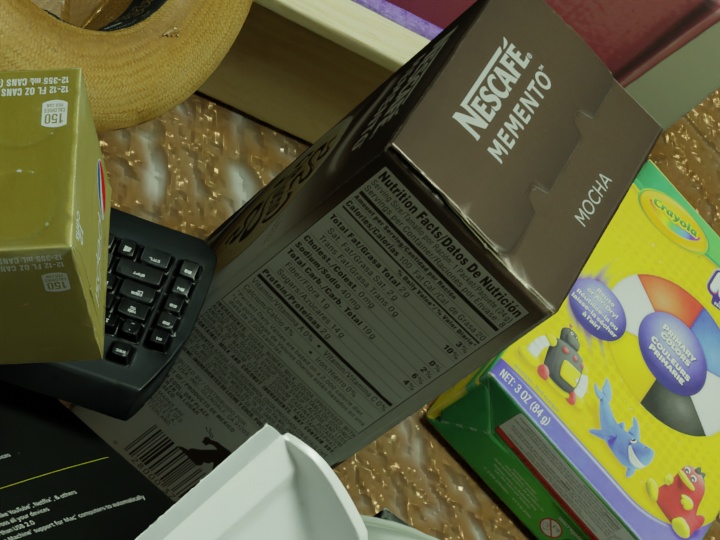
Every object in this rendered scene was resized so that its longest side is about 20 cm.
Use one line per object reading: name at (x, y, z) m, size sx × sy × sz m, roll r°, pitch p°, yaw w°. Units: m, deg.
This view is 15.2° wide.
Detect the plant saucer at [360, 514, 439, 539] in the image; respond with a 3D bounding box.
plant saucer at (0.021, 0.165, 0.903) m, size 0.199 × 0.050 × 0.201 m, roll 20°, pitch 50°, yaw -26°

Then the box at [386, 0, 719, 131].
box at (0.075, -0.160, 1.182) m, size 0.199 × 0.109 × 0.129 m, roll 22°, pitch 50°, yaw -28°

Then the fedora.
fedora at (-0.120, -0.141, 0.929) m, size 0.200 × 0.081 × 0.202 m, roll 15°, pitch 69°, yaw -46°

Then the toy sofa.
toy sofa at (-0.028, -0.101, 1.073) m, size 0.199 × 0.083 × 0.098 m, roll 24°, pitch 51°, yaw -27°

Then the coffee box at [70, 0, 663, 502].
coffee box at (0.000, 0.000, 0.943) m, size 0.080 × 0.200 × 0.113 m, roll 44°, pitch 43°, yaw -8°

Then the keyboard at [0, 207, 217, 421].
keyboard at (-0.151, -0.008, 0.874) m, size 0.199 × 0.040 × 0.105 m, roll 17°, pitch 54°, yaw 2°

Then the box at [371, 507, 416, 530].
box at (0.025, 0.201, 0.948) m, size 0.137 × 0.040 × 0.201 m, roll 37°, pitch 44°, yaw -16°

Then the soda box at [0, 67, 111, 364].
soda box at (-0.179, -0.012, 0.817) m, size 0.198 × 0.064 × 0.068 m, roll -3°, pitch 57°, yaw 3°

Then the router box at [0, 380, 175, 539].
router box at (-0.140, 0.105, 0.815) m, size 0.149 × 0.051 × 0.199 m, roll 38°, pitch 34°, yaw 31°

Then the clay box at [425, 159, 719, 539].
clay box at (0.119, 0.038, 1.133) m, size 0.115 × 0.048 × 0.200 m, roll 47°, pitch 44°, yaw -6°

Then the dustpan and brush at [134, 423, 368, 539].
dustpan and brush at (-0.024, 0.167, 0.804) m, size 0.139 × 0.057 × 0.201 m, roll -41°, pitch 130°, yaw -33°
